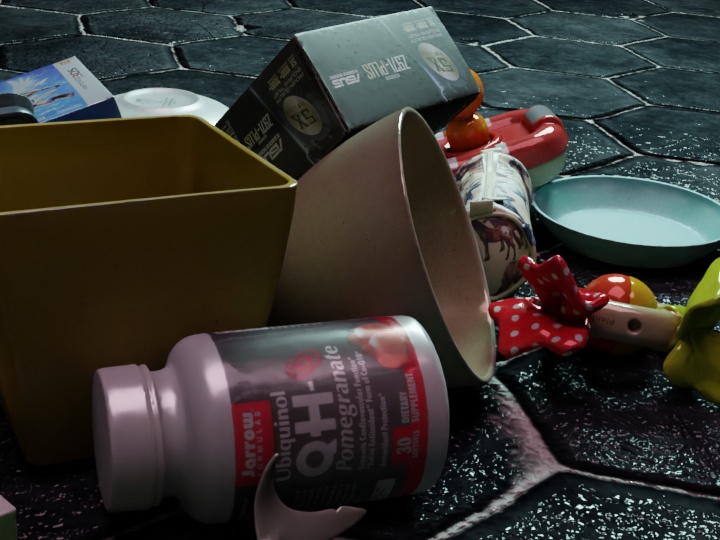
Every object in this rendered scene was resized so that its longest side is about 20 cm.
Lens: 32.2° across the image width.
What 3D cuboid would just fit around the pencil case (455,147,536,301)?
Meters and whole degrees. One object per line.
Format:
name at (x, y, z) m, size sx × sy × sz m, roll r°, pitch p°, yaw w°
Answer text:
pencil case at (0.120, -0.049, 1.136) m, size 0.077 × 0.091 × 0.200 m, roll 5°, pitch 22°, yaw 4°

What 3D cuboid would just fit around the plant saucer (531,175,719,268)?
plant saucer at (0.264, -0.045, 1.219) m, size 0.197 × 0.036 × 0.200 m, roll 3°, pitch 23°, yaw -1°

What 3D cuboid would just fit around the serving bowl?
serving bowl at (-0.219, -0.158, 1.372) m, size 0.197 × 0.067 × 0.200 m, roll 2°, pitch 22°, yaw -1°

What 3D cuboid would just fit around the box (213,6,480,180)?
box at (-0.028, -0.113, 1.013) m, size 0.163 × 0.200 × 0.087 m, roll -22°, pitch 78°, yaw -44°

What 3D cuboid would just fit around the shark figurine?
shark figurine at (-0.028, 0.183, 0.606) m, size 0.089 × 0.129 × 0.214 m, roll 27°, pitch 2°, yaw -8°

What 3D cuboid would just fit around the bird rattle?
bird rattle at (0.194, 0.042, 0.956) m, size 0.197 × 0.114 × 0.163 m, roll 1°, pitch 1°, yaw 1°

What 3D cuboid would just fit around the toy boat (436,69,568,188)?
toy boat at (0.106, -0.143, 1.271) m, size 0.198 × 0.132 × 0.131 m, roll -16°, pitch 21°, yaw 0°

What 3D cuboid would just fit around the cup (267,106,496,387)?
cup at (0.000, 0.000, 0.903) m, size 0.142 × 0.202 × 0.201 m, roll -16°, pitch 18°, yaw 16°

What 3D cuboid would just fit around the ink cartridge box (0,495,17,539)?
ink cartridge box at (-0.235, 0.162, 0.627) m, size 0.145 × 0.049 × 0.199 m, roll -17°, pitch 28°, yaw -42°

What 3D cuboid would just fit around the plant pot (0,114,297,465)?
plant pot at (-0.170, 0.011, 0.820) m, size 0.198 × 0.179 × 0.200 m, roll -7°, pitch 21°, yaw -26°

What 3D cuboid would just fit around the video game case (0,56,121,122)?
video game case at (-0.362, -0.152, 1.291) m, size 0.198 × 0.046 × 0.181 m, roll -23°, pitch 29°, yaw -16°

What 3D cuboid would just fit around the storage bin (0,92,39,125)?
storage bin at (-0.332, -0.034, 0.992) m, size 0.198 × 0.146 × 0.135 m, roll -14°, pitch 55°, yaw -37°

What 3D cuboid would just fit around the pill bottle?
pill bottle at (-0.056, 0.090, 0.744) m, size 0.198 × 0.112 × 0.111 m, roll -5°, pitch 24°, yaw -20°
